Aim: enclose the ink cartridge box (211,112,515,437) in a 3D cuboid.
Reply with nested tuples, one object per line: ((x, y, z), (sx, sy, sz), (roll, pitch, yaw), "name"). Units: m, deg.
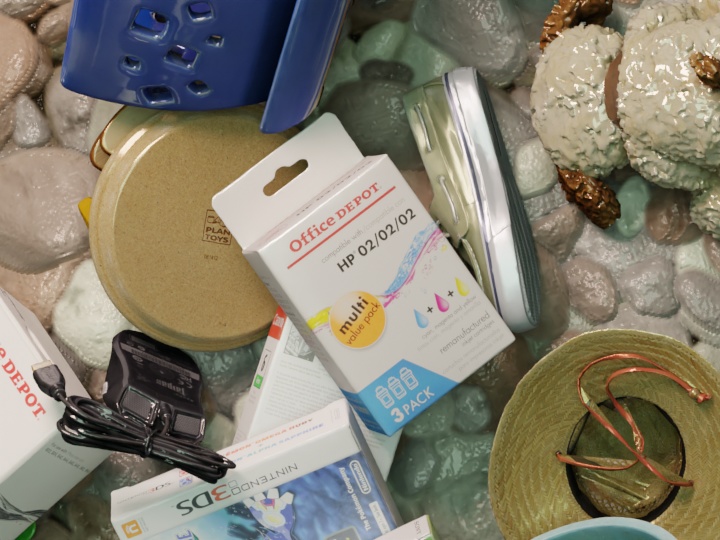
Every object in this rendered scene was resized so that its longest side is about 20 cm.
((0.000, 0.000, 1.474), (0.115, 0.068, 0.200), (-37, 98, -9), "ink cartridge box")

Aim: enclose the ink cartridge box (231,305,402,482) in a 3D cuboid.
((-0.016, 0.072, 1.534), (0.108, 0.050, 0.201), (18, 88, -11), "ink cartridge box")

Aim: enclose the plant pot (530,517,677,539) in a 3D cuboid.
((0.173, 0.304, 1.422), (0.200, 0.200, 0.196), (-32, 118, 3), "plant pot")

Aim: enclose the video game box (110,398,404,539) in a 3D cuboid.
((-0.055, 0.212, 1.503), (0.181, 0.047, 0.201), (-22, 112, 7), "video game box")

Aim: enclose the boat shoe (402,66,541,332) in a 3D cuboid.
((0.081, -0.047, 1.542), (0.062, 0.072, 0.201), (-18, 74, 15), "boat shoe")

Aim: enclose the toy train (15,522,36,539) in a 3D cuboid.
((-0.319, 0.239, 1.577), (0.056, 0.042, 0.200), (42, 92, 17), "toy train")

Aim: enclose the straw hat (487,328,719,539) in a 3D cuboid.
((0.188, 0.129, 1.501), (0.200, 0.085, 0.202), (2, 103, 9), "straw hat")

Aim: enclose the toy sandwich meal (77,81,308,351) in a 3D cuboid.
((-0.115, -0.041, 1.554), (0.204, 0.070, 0.207), (-3, 101, -19), "toy sandwich meal")

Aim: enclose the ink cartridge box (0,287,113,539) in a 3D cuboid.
((-0.294, 0.128, 1.536), (0.200, 0.084, 0.146), (-40, 61, 3), "ink cartridge box")

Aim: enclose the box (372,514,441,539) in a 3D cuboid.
((0.026, 0.285, 1.495), (0.144, 0.036, 0.201), (-25, 112, 4), "box")

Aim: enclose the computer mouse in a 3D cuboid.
((-0.171, 0.092, 1.486), (0.140, 0.200, 0.046), (21, 106, -22), "computer mouse")

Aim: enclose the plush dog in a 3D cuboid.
((0.199, -0.119, 1.501), (0.171, 0.160, 0.201), (-5, 86, 29), "plush dog")

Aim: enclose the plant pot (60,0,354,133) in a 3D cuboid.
((-0.086, -0.225, 1.476), (0.179, 0.200, 0.201), (18, 48, -1), "plant pot")
